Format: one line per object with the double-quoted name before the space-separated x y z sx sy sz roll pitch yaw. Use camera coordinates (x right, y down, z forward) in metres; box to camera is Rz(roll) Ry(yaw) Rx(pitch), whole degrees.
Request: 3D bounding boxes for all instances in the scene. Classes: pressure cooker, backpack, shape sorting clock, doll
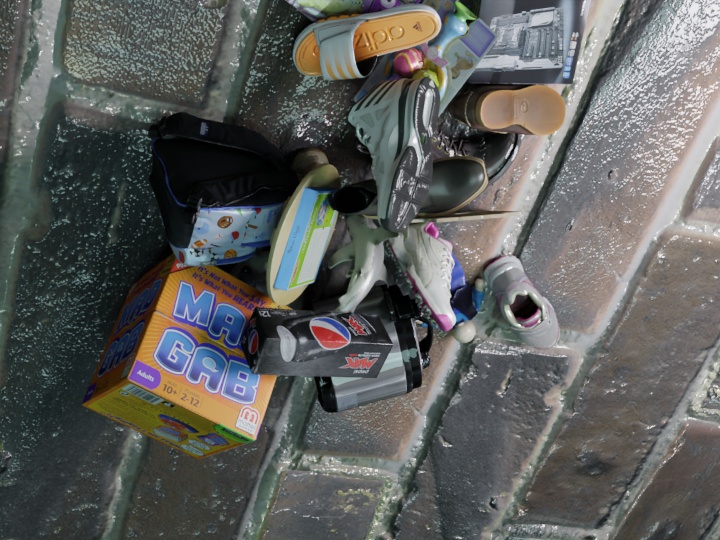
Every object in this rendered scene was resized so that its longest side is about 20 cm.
"pressure cooker" 0.017 0.117 1.608 0.197 0.176 0.182 -14 97 -5
"backpack" -0.182 -0.100 1.413 0.187 0.202 0.155 -7 138 -22
"shape sorting clock" -0.077 -0.049 1.419 0.039 0.200 0.202 21 125 12
"doll" 0.137 0.046 1.669 0.135 0.049 0.201 -30 133 2

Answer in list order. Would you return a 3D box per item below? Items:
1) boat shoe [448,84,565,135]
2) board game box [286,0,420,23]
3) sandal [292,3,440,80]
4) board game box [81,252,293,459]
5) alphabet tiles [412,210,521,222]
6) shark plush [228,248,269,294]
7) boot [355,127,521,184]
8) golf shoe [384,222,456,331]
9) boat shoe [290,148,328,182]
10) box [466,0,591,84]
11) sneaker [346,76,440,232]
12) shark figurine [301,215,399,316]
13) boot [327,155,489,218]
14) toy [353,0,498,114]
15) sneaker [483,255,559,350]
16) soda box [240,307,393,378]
"boat shoe" 0.207 -0.228 1.461 0.198 0.070 0.072 -1 99 -43
"board game box" -0.028 -0.371 1.346 0.199 0.032 0.120 31 110 -29
"sandal" 0.003 -0.289 1.344 0.204 0.060 0.080 -13 137 19
"board game box" -0.243 0.125 1.487 0.198 0.202 0.199 29 150 -22
"alphabet tiles" 0.132 -0.077 1.501 0.164 0.200 0.008 -5 94 -10
"shark plush" -0.167 0.040 1.567 0.083 0.091 0.201 31 119 -15
"boot" 0.113 -0.182 1.486 0.199 0.070 0.174 -33 126 14
"golf shoe" 0.106 -0.001 1.537 0.091 0.201 0.076 -27 142 0
"boat shoe" -0.086 -0.076 1.520 0.070 0.065 0.202 2 125 -14
"box" 0.226 -0.352 1.400 0.155 0.050 0.202 -1 126 -12
"sneaker" 0.033 -0.152 1.365 0.075 0.114 0.204 20 81 -52
"shark figurine" 0.004 0.016 1.502 0.127 0.217 0.089 2 151 38
"boot" 0.065 -0.106 1.414 0.197 0.138 0.079 -17 87 23
"toy" 0.078 -0.270 1.391 0.201 0.115 0.047 -50 164 20
"sneaker" 0.268 0.072 1.691 0.081 0.089 0.200 -33 126 13
"soda box" -0.058 0.100 1.431 0.197 0.064 0.071 4 128 -30
